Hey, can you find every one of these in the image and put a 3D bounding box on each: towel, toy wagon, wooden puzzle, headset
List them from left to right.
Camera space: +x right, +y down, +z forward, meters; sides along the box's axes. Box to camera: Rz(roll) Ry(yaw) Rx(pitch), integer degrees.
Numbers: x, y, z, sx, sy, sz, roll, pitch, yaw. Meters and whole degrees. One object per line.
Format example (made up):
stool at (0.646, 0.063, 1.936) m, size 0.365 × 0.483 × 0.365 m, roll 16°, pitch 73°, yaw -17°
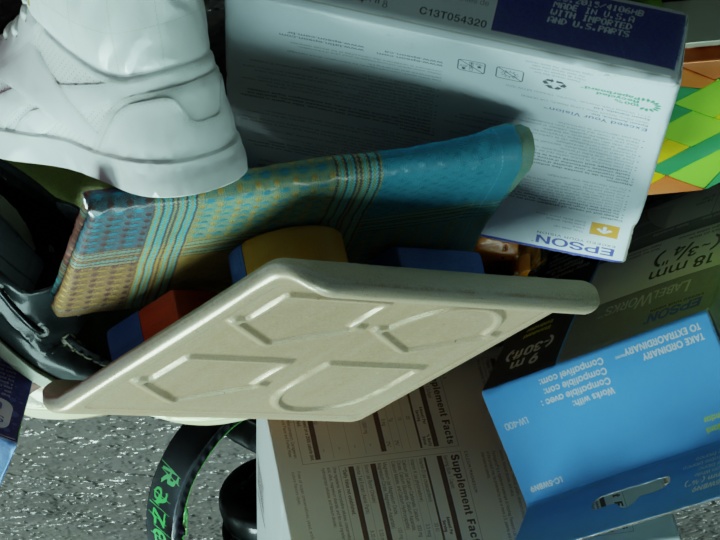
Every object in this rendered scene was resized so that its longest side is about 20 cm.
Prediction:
towel at (-0.033, -0.022, 1.293) m, size 0.200 × 0.022 × 0.147 m, roll -8°, pitch 163°, yaw -15°
headset at (-0.038, 0.120, 1.722) m, size 0.094 × 0.124 × 0.200 m, roll 25°, pitch -148°, yaw 34°
wooden puzzle at (-0.021, 0.024, 1.335) m, size 0.185 × 0.046 × 0.200 m, roll 5°, pitch 159°, yaw -42°
toy wagon at (0.166, -0.091, 1.355) m, size 0.155 × 0.040 × 0.200 m, roll 15°, pitch 151°, yaw -39°

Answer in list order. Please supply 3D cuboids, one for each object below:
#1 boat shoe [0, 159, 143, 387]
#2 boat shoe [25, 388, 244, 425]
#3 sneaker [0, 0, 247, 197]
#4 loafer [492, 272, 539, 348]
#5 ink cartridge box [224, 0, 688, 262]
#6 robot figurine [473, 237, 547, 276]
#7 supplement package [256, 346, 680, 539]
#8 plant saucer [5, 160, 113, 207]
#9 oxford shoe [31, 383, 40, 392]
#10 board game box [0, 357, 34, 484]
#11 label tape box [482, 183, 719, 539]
boat shoe at (-0.149, -0.006, 1.356) m, size 0.066 × 0.075 × 0.199 m, roll -29°, pitch 122°, yaw 35°
boat shoe at (-0.112, 0.042, 1.587) m, size 0.199 × 0.072 × 0.065 m, roll -4°, pitch 159°, yaw 13°
sneaker at (-0.125, -0.105, 1.241) m, size 0.074 × 0.116 × 0.200 m, roll -26°, pitch -153°, yaw -36°
loafer at (0.076, 0.062, 1.670) m, size 0.070 × 0.070 × 0.200 m, roll -5°, pitch 149°, yaw -10°
ink cartridge box at (0.038, -0.076, 1.307) m, size 0.196 × 0.043 × 0.200 m, roll 12°, pitch 159°, yaw 3°
robot figurine at (0.000, 0.000, 1.515) m, size 0.199 × 0.058 × 0.145 m, roll 0°, pitch 156°, yaw -9°
supplement package at (0.052, 0.147, 1.573) m, size 0.199 × 0.151 × 0.152 m, roll -6°, pitch 136°, yaw -8°
plant saucer at (-0.120, -0.014, 1.418) m, size 0.199 × 0.031 × 0.200 m, roll 10°, pitch 139°, yaw 9°
oxford shoe at (-0.194, 0.046, 1.550) m, size 0.200 × 0.071 × 0.073 m, roll -4°, pitch 126°, yaw 21°
board game box at (-0.251, 0.025, 1.370) m, size 0.200 × 0.135 × 0.035 m, roll 20°, pitch 118°, yaw -8°
label tape box at (0.142, 0.042, 1.470) m, size 0.144 × 0.200 × 0.063 m, roll -22°, pitch 115°, yaw 35°
